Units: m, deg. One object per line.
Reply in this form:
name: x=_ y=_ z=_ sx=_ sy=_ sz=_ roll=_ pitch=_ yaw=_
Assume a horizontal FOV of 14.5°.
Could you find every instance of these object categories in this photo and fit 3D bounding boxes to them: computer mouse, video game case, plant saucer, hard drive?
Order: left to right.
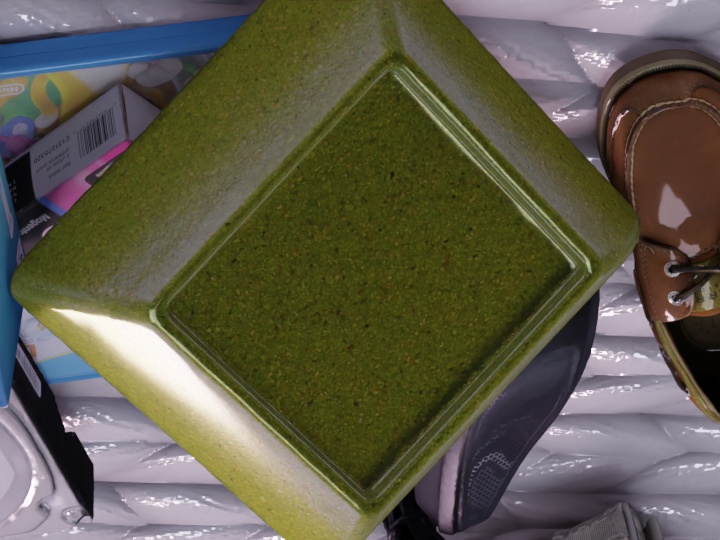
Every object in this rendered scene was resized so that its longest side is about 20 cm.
hard drive: x=-0.232 y=0.081 z=1.246 sx=0.200 sy=0.038 sz=0.140 roll=-10 pitch=141 yaw=9
video game case: x=-0.093 y=-0.025 z=1.180 sx=0.143 sy=0.018 sz=0.200 roll=-8 pitch=141 yaw=-5
plant saucer: x=0.000 y=0.000 z=1.108 sx=0.200 sy=0.048 sz=0.200 roll=-47 pitch=120 yaw=-3
computer mouse: x=0.043 y=0.061 z=1.243 sx=0.053 sy=0.139 sz=0.200 roll=9 pitch=127 yaw=-23

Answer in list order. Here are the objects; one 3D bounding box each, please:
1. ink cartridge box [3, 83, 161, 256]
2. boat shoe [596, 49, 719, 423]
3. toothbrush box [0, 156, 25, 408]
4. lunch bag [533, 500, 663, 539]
ink cartridge box: x=-0.066 y=0.001 z=1.178 sx=0.095 sy=0.037 sz=0.200 roll=-33 pitch=138 yaw=25
boat shoe: x=0.151 y=-0.011 z=1.215 sx=0.072 sy=0.068 sz=0.200 roll=-16 pitch=140 yaw=8
toothbrush box: x=-0.214 y=-0.042 z=1.041 sx=0.146 sy=0.085 sz=0.200 roll=-4 pitch=129 yaw=4
lunch bag: x=0.086 y=0.211 z=1.422 sx=0.200 sy=0.139 sz=0.168 roll=-23 pitch=123 yaw=13
